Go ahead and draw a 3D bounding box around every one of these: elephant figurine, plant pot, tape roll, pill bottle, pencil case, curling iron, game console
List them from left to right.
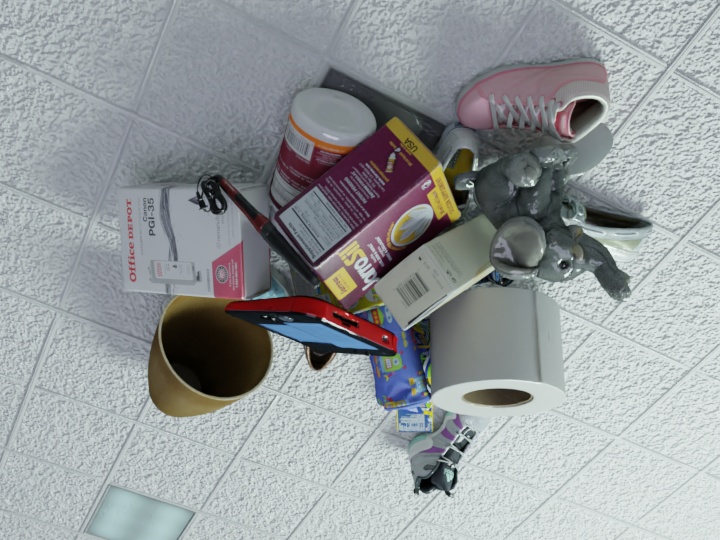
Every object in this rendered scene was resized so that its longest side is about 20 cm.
[{"bbox_3d":[-0.263,0.152,1.330,0.184,0.189,0.200,26,139,-19],"label":"plant pot"},{"bbox_3d":[-0.127,-0.047,1.050,0.199,0.026,0.050,40,96,2],"label":"curling iron"},{"bbox_3d":[-0.062,0.081,1.147,0.175,0.032,0.199,-7,155,41],"label":"game console"},{"bbox_3d":[-0.058,-0.127,1.119,0.112,0.115,0.202,13,129,-9],"label":"pill bottle"},{"bbox_3d":[0.043,0.112,1.266,0.085,0.078,0.203,-16,86,4],"label":"pencil case"},{"bbox_3d":[0.202,0.126,1.257,0.199,0.141,0.203,1,156,1],"label":"tape roll"},{"bbox_3d":[0.222,-0.045,1.041,0.139,0.155,0.204,-13,90,-14],"label":"elephant figurine"}]

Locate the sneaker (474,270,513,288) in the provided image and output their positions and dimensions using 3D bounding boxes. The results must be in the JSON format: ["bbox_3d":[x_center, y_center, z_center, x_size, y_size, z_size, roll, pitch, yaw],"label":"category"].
[{"bbox_3d":[0.183,-0.014,1.219,0.198,0.091,0.079,-28,124,23],"label":"sneaker"}]

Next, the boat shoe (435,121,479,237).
[{"bbox_3d":[0.123,-0.096,1.157,0.073,0.087,0.204,12,128,-8],"label":"boat shoe"}]

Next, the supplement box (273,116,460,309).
[{"bbox_3d":[0.012,-0.070,1.058,0.199,0.104,0.131,-39,149,-1],"label":"supplement box"}]

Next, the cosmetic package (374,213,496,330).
[{"bbox_3d":[0.116,-0.003,1.108,0.105,0.199,0.072,-41,82,37],"label":"cosmetic package"}]

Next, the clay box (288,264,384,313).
[{"bbox_3d":[0.000,0.000,1.216,0.197,0.117,0.048,-15,172,9],"label":"clay box"}]

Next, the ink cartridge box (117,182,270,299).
[{"bbox_3d":[-0.227,-0.042,1.145,0.197,0.083,0.149,3,100,23],"label":"ink cartridge box"}]

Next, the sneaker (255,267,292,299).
[{"bbox_3d":[-0.181,0.020,1.264,0.074,0.083,0.200,-34,121,27],"label":"sneaker"}]

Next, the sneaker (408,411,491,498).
[{"bbox_3d":[0.161,0.328,1.466,0.077,0.141,0.200,29,125,-21],"label":"sneaker"}]

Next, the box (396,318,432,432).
[{"bbox_3d":[0.087,0.176,1.390,0.063,0.071,0.202,-2,129,2],"label":"box"}]

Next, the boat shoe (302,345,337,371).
[{"bbox_3d":[-0.047,0.070,1.300,0.074,0.072,0.203,7,121,-5],"label":"boat shoe"}]

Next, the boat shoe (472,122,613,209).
[{"bbox_3d":[0.242,-0.140,1.133,0.198,0.064,0.072,-25,85,11],"label":"boat shoe"}]

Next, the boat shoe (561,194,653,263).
[{"bbox_3d":[0.320,-0.071,1.184,0.199,0.075,0.065,20,122,-19],"label":"boat shoe"}]

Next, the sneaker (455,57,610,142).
[{"bbox_3d":[0.217,-0.205,1.054,0.197,0.106,0.076,-10,131,11],"label":"sneaker"}]
